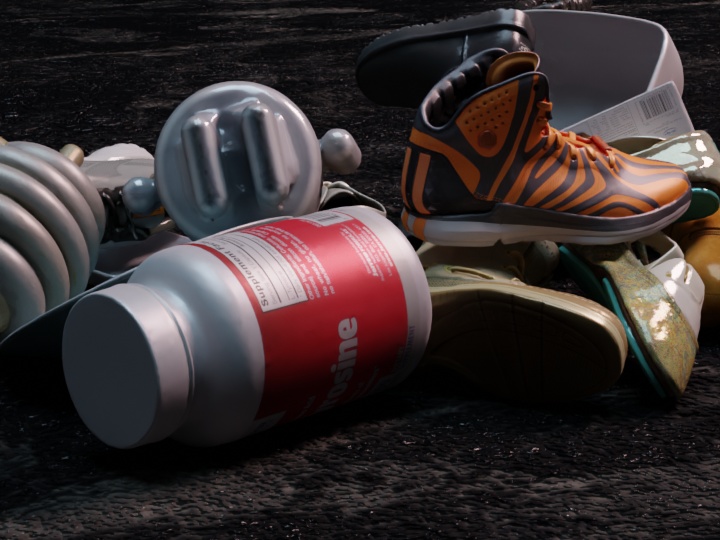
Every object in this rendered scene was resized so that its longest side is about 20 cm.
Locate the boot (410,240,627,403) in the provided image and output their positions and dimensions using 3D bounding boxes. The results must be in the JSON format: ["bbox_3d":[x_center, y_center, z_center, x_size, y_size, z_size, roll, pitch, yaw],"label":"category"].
[{"bbox_3d":[0.096,0.016,1.215,0.199,0.073,0.155,2,23,34],"label":"boot"}]

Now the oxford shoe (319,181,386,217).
[{"bbox_3d":[-0.024,-0.042,1.487,0.075,0.058,0.200,-7,15,-15],"label":"oxford shoe"}]

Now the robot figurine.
[{"bbox_3d":[-0.081,-0.066,1.352,0.168,0.114,0.200,-9,-4,-2],"label":"robot figurine"}]

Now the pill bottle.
[{"bbox_3d":[-0.063,0.034,1.102,0.199,0.113,0.112,-15,21,-43],"label":"pill bottle"}]

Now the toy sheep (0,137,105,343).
[{"bbox_3d":[-0.232,-0.024,1.267,0.137,0.139,0.201,7,44,25],"label":"toy sheep"}]

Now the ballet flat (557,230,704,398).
[{"bbox_3d":[0.177,0.011,1.217,0.070,0.071,0.200,-3,22,-9],"label":"ballet flat"}]

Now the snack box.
[{"bbox_3d":[0.140,-0.059,1.366,0.199,0.072,0.024,-24,0,9],"label":"snack box"}]

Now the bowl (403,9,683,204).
[{"bbox_3d":[0.148,-0.096,1.502,0.199,0.201,0.075,13,-22,48],"label":"bowl"}]

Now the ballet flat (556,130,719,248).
[{"bbox_3d":[0.149,-0.052,1.330,0.198,0.063,0.068,-10,-28,7],"label":"ballet flat"}]

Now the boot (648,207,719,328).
[{"bbox_3d":[0.268,-0.016,1.339,0.143,0.071,0.201,-2,26,27],"label":"boot"}]

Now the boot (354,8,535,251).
[{"bbox_3d":[0.053,-0.091,1.488,0.164,0.202,0.066,-15,-35,37],"label":"boot"}]

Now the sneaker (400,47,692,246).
[{"bbox_3d":[0.122,-0.078,1.210,0.198,0.113,0.078,-5,22,-24],"label":"sneaker"}]

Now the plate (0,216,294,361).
[{"bbox_3d":[-0.127,0.018,1.209,0.199,0.026,0.200,-24,-4,-2],"label":"plate"}]

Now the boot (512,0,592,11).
[{"bbox_3d":[0.175,-0.155,1.696,0.079,0.159,0.211,-2,15,-5],"label":"boot"}]

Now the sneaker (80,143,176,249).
[{"bbox_3d":[-0.193,-0.048,1.405,0.079,0.075,0.200,16,22,32],"label":"sneaker"}]

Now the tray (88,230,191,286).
[{"bbox_3d":[-0.196,-0.015,1.458,0.107,0.022,0.199,-14,21,-39],"label":"tray"}]
